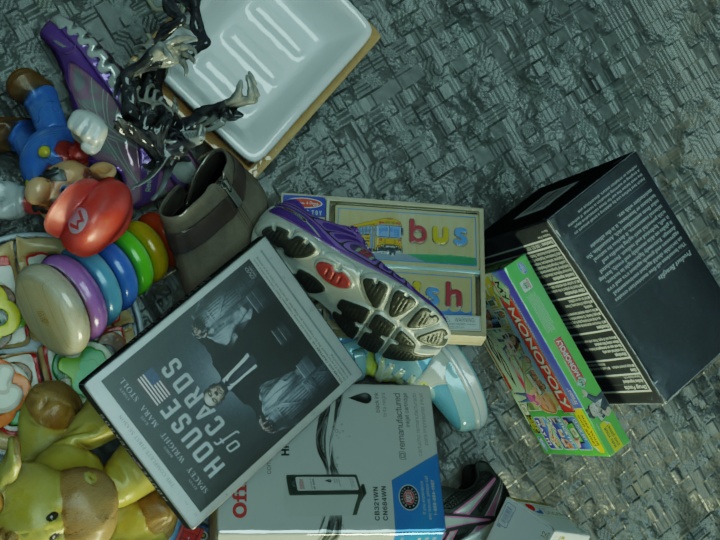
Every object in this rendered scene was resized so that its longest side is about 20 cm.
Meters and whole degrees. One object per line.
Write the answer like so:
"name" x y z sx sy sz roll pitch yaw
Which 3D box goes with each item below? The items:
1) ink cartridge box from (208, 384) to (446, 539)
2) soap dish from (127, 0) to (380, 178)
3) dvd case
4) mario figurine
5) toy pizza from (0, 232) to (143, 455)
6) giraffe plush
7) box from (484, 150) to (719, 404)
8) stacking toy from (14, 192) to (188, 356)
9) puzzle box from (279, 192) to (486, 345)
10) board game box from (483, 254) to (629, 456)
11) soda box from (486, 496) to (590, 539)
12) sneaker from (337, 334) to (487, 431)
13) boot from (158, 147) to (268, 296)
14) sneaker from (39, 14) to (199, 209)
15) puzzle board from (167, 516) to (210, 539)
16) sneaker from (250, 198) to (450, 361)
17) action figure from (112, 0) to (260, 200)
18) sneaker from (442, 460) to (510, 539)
"ink cartridge box" -0.034 0.182 1.095 0.197 0.085 0.148 1 56 -10
"soap dish" -0.101 -0.205 1.169 0.157 0.081 0.201 43 74 -9
"dvd case" -0.112 0.091 1.028 0.200 0.025 0.151 -41 101 -23
"mario figurine" -0.267 -0.090 1.039 0.105 0.125 0.200 -25 50 -21
"toy pizza" -0.291 0.065 1.103 0.197 0.032 0.204 2 83 -18
"giraffe plush" -0.247 0.183 1.008 0.198 0.162 0.174 -27 93 0
"box" 0.229 0.016 1.189 0.123 0.200 0.200 -35 96 -18
"stacking toy" -0.205 -0.007 1.099 0.199 0.085 0.086 -36 96 -40
"puzzle box" 0.019 -0.002 1.151 0.197 0.025 0.135 3 66 -6
"board game box" 0.170 0.086 1.196 0.029 0.134 0.202 -31 93 -18
"soda box" 0.133 0.316 1.152 0.068 0.063 0.202 18 100 -47
"sneaker" 0.024 0.094 1.179 0.130 0.080 0.201 -34 85 -20
"boot" -0.137 0.000 1.081 0.147 0.069 0.202 65 37 -44
"sneaker" -0.234 -0.138 1.126 0.088 0.080 0.201 -38 93 1
"puzzle board" -0.104 0.260 1.091 0.149 0.017 0.202 20 56 3
"sneaker" 0.000 0.000 1.094 0.199 0.081 0.084 36 40 -2
"action figure" -0.152 -0.166 1.047 0.101 0.118 0.203 -6 77 27
"sneaker" 0.062 0.250 1.181 0.198 0.080 0.087 -26 87 -31
